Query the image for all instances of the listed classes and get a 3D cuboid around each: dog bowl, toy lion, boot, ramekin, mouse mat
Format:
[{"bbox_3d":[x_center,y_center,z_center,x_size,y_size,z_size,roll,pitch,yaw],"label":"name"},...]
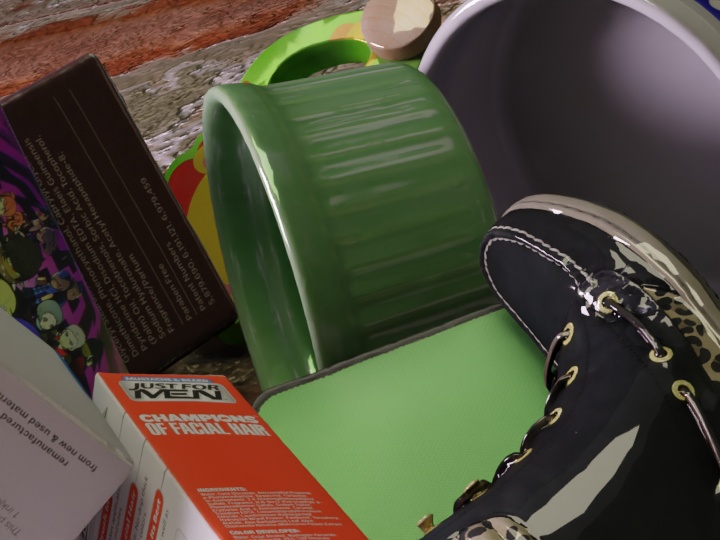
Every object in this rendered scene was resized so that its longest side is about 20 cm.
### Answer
[{"bbox_3d":[0.125,-0.059,0.885,0.199,0.202,0.079,1,28,39],"label":"dog bowl"},{"bbox_3d":[-0.034,-0.056,1.084,0.190,0.069,0.202,-10,60,17],"label":"toy lion"},{"bbox_3d":[0.069,0.060,0.672,0.153,0.074,0.203,-29,47,-21],"label":"boot"},{"bbox_3d":[0.000,0.000,0.867,0.097,0.202,0.200,-16,22,-12],"label":"ramekin"},{"bbox_3d":[0.069,0.085,0.733,0.198,0.008,0.162,-20,61,-5],"label":"mouse mat"}]

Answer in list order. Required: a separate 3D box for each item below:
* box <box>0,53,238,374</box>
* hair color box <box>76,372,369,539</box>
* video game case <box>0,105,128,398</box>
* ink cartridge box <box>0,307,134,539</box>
[{"bbox_3d":[-0.208,0.013,0.983,0.199,0.165,0.165,-34,11,-33],"label":"box"},{"bbox_3d":[-0.051,0.127,0.691,0.063,0.112,0.200,2,20,-28],"label":"hair color box"},{"bbox_3d":[-0.207,0.042,0.858,0.181,0.201,0.036,-28,7,-32],"label":"video game case"},{"bbox_3d":[-0.195,0.106,0.717,0.200,0.086,0.146,-52,25,-1],"label":"ink cartridge box"}]
